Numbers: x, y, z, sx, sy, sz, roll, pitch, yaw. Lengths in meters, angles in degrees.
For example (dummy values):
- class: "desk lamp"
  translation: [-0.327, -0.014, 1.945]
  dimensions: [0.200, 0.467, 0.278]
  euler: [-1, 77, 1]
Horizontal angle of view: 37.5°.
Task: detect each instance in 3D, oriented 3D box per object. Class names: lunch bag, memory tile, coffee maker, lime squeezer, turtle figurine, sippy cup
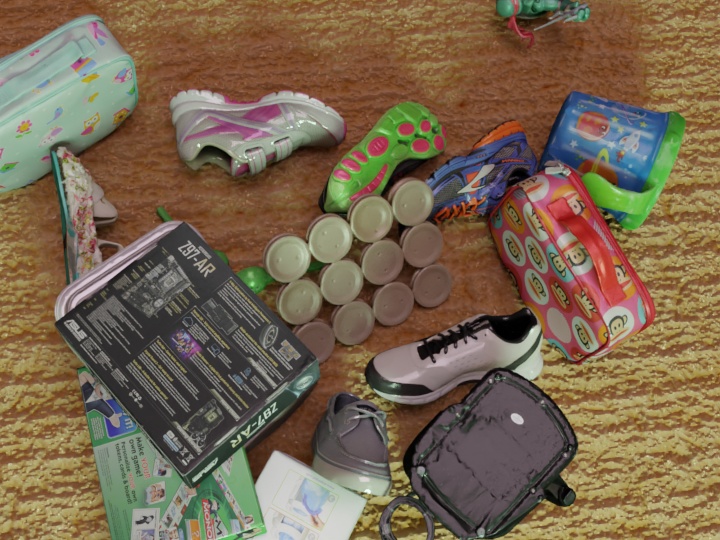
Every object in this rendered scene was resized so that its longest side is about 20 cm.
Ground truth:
- class: "lunch bag"
  translation: [-0.328, -0.178, 1.108]
  dimensions: [0.199, 0.161, 0.077]
  euler: [-36, 79, -17]
- class: "memory tile"
  translation: [0.000, 0.000, 1.118]
  dimensions: [0.199, 0.017, 0.154]
  euler: [-24, 116, -16]
- class: "coffee maker"
  translation: [0.095, 0.188, 1.009]
  dimensions: [0.191, 0.200, 0.136]
  euler: [-21, 78, -5]
- class: "lime squeezer"
  translation: [-0.135, -0.014, 1.141]
  dimensions: [0.198, 0.038, 0.071]
  euler: [17, 69, 0]
- class: "turtle figurine"
  translation: [0.218, -0.356, 1.280]
  dimensions: [0.150, 0.101, 0.200]
  euler: [50, 56, -4]
- class: "lunch bag"
  translation: [0.219, -0.008, 1.110]
  dimensions: [0.081, 0.176, 0.201]
  euler: [-27, 79, -12]
- class: "sippy cup"
  translation: [0.275, -0.133, 1.187]
  dimensions: [0.129, 0.178, 0.141]
  euler: [24, 90, 4]

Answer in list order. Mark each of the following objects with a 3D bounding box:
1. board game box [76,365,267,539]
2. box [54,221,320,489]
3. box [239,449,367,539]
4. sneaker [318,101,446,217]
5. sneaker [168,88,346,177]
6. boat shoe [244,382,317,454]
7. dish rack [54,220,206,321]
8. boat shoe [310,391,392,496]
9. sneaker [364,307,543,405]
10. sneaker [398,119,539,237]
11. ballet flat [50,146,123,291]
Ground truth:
- class: "board game box"
  translation: [-0.176, 0.164, 0.977]
  dimensions: [0.133, 0.029, 0.201]
  euler: [-16, 63, -7]
- class: "box"
  translation: [-0.160, 0.074, 0.982]
  dimensions: [0.160, 0.044, 0.200]
  euler: [-40, 69, -17]
- class: "box"
  translation: [-0.086, 0.290, 0.997]
  dimensions: [0.101, 0.113, 0.201]
  euler: [27, 68, 5]
- class: "sneaker"
  translation: [0.021, -0.124, 1.181]
  dimensions: [0.200, 0.084, 0.077]
  euler: [-37, 93, -36]
- class: "sneaker"
  translation: [-0.114, -0.143, 1.173]
  dimensions: [0.198, 0.081, 0.089]
  euler: [0, 71, 1]
- class: "boat shoe"
  translation: [-0.119, 0.151, 1.053]
  dimensions: [0.057, 0.067, 0.200]
  euler: [42, 57, 9]
- class: "dish rack"
  translation: [-0.190, 0.067, 1.069]
  dimensions: [0.171, 0.043, 0.201]
  euler: [-35, 99, -19]
- class: "boat shoe"
  translation: [-0.008, 0.157, 1.007]
  dimensions: [0.069, 0.201, 0.072]
  euler: [16, 93, -11]
- class: "sneaker"
  translation: [0.099, 0.082, 1.107]
  dimensions: [0.198, 0.080, 0.074]
  euler: [-11, 44, -14]
- class: "sneaker"
  translation: [0.124, -0.091, 1.186]
  dimensions: [0.199, 0.075, 0.079]
  euler: [-36, 82, -16]
- class: "ballet flat"
  translation: [-0.284, -0.033, 1.115]
  dimensions: [0.063, 0.076, 0.202]
  euler: [-6, 80, -20]
